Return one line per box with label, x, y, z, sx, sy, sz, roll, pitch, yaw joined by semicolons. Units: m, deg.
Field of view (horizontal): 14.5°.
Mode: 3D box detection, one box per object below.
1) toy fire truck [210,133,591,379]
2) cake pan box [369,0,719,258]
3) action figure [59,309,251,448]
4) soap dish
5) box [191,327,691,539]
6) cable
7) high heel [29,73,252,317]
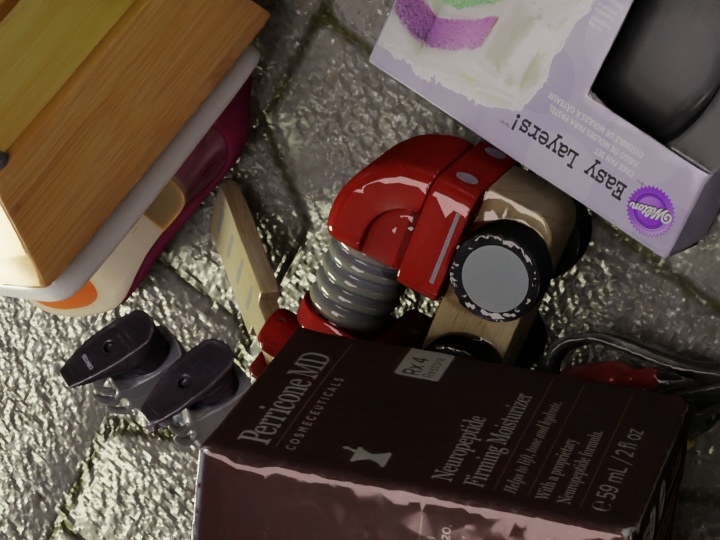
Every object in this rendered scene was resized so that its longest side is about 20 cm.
toy fire truck;0.000;0.000;1.448;0.200;0.129;0.176;26;115;11
cake pan box;0.123;-0.130;1.368;0.200;0.052;0.184;36;120;18
action figure;-0.074;0.088;1.478;0.069;0.200;0.130;-47;56;-5
soap dish;-0.161;-0.079;1.448;0.157;0.200;0.081;6;140;44
box;0.036;0.143;1.317;0.199;0.166;0.165;10;111;12
cable;0.172;0.057;1.402;0.200;0.050;0.097;-19;98;23
high heel;-0.122;-0.041;1.551;0.067;0.096;0.200;43;142;-14
